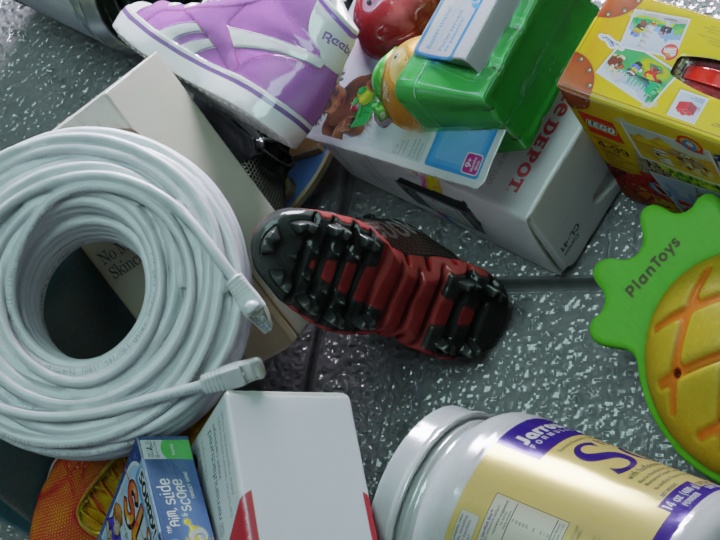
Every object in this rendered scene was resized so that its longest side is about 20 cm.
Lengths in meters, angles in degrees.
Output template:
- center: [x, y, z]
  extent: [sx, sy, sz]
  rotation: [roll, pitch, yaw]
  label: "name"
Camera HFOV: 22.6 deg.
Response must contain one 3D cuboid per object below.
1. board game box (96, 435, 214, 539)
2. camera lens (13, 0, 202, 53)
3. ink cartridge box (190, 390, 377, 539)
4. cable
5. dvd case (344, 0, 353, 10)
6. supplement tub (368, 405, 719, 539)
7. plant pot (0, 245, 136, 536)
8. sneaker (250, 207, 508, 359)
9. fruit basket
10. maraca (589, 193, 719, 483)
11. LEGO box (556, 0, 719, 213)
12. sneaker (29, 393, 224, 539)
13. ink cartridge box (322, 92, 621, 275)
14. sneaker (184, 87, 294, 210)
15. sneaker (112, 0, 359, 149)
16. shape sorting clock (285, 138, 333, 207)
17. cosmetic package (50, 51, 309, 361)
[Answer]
- center: [-0.110, 0.215, 1.032]
  extent: [0.136, 0.034, 0.201]
  rotation: [115, 147, -40]
  label: "board game box"
- center: [-0.209, -0.270, 1.410]
  extent: [0.199, 0.160, 0.161]
  rotation: [27, 80, 35]
  label: "camera lens"
- center: [-0.066, 0.184, 1.084]
  extent: [0.200, 0.083, 0.145]
  rotation: [123, 143, -49]
  label: "ink cartridge box"
- center: [-0.162, 0.014, 1.090]
  extent: [0.199, 0.069, 0.201]
  rotation: [-25, 77, 5]
  label: "cable"
- center: [0.013, -0.289, 1.329]
  extent: [0.200, 0.146, 0.022]
  rotation: [-39, 13, 5]
  label: "dvd case"
- center: [0.117, 0.166, 1.027]
  extent: [0.199, 0.145, 0.146]
  rotation: [19, 75, 33]
  label: "supplement tub"
- center: [-0.250, 0.049, 1.256]
  extent: [0.195, 0.196, 0.201]
  rotation: [19, 70, 33]
  label: "plant pot"
- center: [0.000, 0.000, 1.156]
  extent: [0.098, 0.199, 0.071]
  rotation: [35, 104, 50]
  label: "sneaker"
- center: [0.043, -0.156, 1.161]
  extent: [0.199, 0.094, 0.186]
  rotation: [22, 77, 37]
  label: "fruit basket"
- center: [0.219, 0.043, 1.057]
  extent: [0.137, 0.107, 0.200]
  rotation: [-48, 59, 8]
  label: "maraca"
- center: [0.239, -0.077, 1.086]
  extent: [0.199, 0.149, 0.078]
  rotation: [24, 78, 35]
  label: "LEGO box"
- center: [-0.153, 0.123, 1.152]
  extent: [0.073, 0.077, 0.201]
  rotation: [33, 100, -7]
  label: "sneaker"
- center: [0.085, -0.109, 1.223]
  extent: [0.199, 0.086, 0.148]
  rotation: [26, 79, 36]
  label: "ink cartridge box"
- center: [-0.066, -0.110, 1.262]
  extent: [0.114, 0.076, 0.201]
  rotation: [-26, 57, 21]
  label: "sneaker"
- center: [-0.076, -0.163, 1.199]
  extent: [0.200, 0.073, 0.115]
  rotation: [30, 88, 39]
  label: "sneaker"
- center: [-0.099, -0.104, 1.343]
  extent: [0.198, 0.039, 0.202]
  rotation: [-12, 60, 22]
  label: "shape sorting clock"
- center: [-0.121, -0.029, 1.188]
  extent: [0.103, 0.201, 0.073]
  rotation: [-30, 13, 37]
  label: "cosmetic package"
